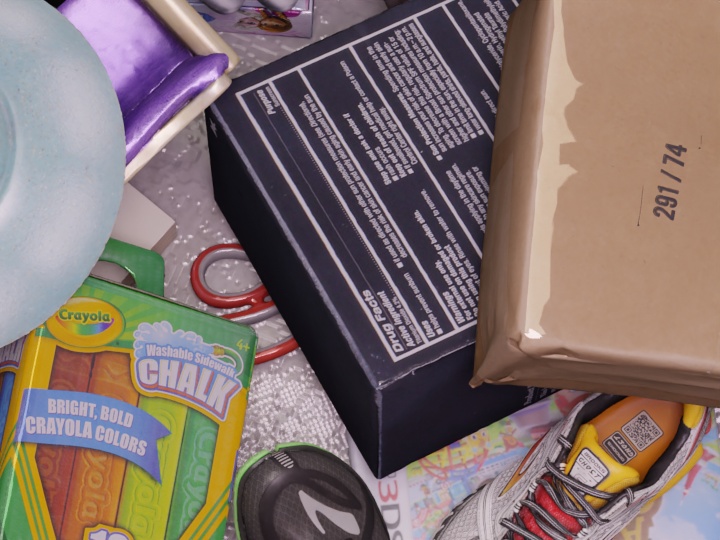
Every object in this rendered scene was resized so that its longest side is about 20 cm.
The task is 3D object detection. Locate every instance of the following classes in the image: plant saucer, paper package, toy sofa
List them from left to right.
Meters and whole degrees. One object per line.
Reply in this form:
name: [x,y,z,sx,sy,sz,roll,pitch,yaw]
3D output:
plant saucer: [-0.215,-0.055,1.266,0.200,0.039,0.202,-1,80,6]
toy sofa: [-0.160,-0.067,1.314,0.200,0.098,0.083,-44,102,-2]
paper package: [0.159,-0.037,1.250,0.190,0.103,0.201,8,76,-8]

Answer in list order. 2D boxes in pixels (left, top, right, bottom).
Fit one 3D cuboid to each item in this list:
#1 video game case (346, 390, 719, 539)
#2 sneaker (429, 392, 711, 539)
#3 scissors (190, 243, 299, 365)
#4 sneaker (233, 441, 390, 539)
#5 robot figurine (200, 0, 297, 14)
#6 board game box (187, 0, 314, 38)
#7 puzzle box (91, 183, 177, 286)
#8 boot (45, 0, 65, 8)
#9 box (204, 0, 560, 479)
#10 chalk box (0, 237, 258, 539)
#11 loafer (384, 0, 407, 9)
video game case: [0.094,0.104,1.399,0.199,0.022,0.183,-5,72,-3]
sneaker: [0.103,0.115,1.341,0.078,0.082,0.200,42,77,12]
scissors: [0.000,0.000,1.437,0.199,0.014,0.073,-15,67,-8]
sneaker: [-0.001,0.175,1.307,0.077,0.084,0.200,-27,104,-12]
robot figurine: [-0.046,-0.240,1.417,0.169,0.113,0.200,3,68,36]
board game box: [-0.118,-0.239,1.496,0.199,0.041,0.200,5,73,1]
puzzle box: [-0.218,-0.037,1.439,0.200,0.025,0.133,39,76,11]
boot: [-0.217,-0.220,1.396,0.188,0.068,0.200,-9,73,-35]
box: [0.047,-0.031,1.373,0.198,0.123,0.200,-24,64,-13]
chalk box: [-0.138,0.075,1.332,0.125,0.124,0.201,17,71,-25]
loafer: [0.051,-0.182,1.396,0.071,0.200,0.073,19,73,17]
